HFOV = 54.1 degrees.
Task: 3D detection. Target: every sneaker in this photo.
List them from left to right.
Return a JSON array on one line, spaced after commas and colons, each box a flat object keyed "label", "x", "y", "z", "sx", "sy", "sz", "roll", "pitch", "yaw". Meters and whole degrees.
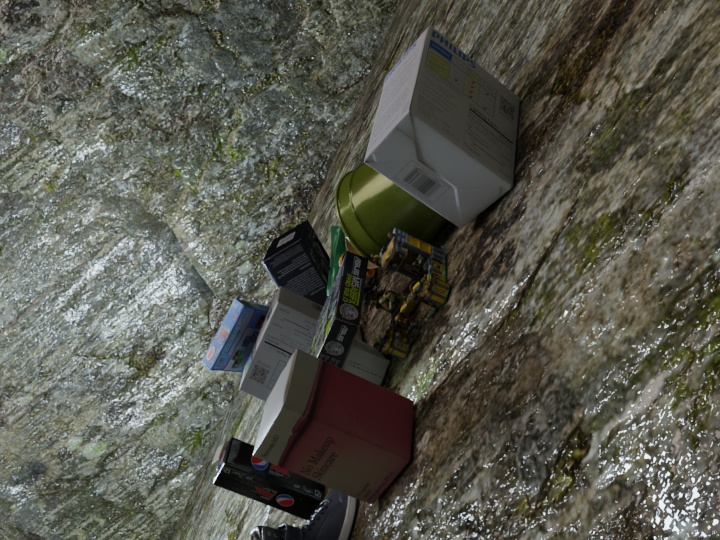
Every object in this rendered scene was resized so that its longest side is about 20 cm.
[{"label": "sneaker", "x": -0.088, "y": 0.387, "z": 1.082, "sx": 0.077, "sy": 0.143, "sz": 0.206, "roll": -53, "pitch": 17, "yaw": 52}, {"label": "sneaker", "x": 0.000, "y": 0.000, "z": 1.607, "sx": 0.077, "sy": 0.078, "sz": 0.202, "roll": -47, "pitch": 22, "yaw": 21}]

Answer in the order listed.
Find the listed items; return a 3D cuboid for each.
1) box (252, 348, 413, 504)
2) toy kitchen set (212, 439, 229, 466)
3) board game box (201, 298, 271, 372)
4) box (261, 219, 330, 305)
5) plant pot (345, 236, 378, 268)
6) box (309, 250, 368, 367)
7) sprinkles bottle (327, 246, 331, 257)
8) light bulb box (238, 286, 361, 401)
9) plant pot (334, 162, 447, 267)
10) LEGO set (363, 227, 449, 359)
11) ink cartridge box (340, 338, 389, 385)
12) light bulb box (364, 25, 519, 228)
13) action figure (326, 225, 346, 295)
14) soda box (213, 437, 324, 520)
[{"label": "box", "x": -0.037, "y": 0.225, "z": 1.009, "sx": 0.129, "sy": 0.196, "sz": 0.110, "roll": -57, "pitch": 14, "yaw": 36}, {"label": "toy kitchen set", "x": -0.199, "y": 0.354, "z": 1.565, "sx": 0.163, "sy": 0.177, "sz": 0.204, "roll": -44, "pitch": 25, "yaw": 59}, {"label": "board game box", "x": -0.243, "y": 0.148, "z": 1.543, "sx": 0.154, "sy": 0.036, "sz": 0.199, "roll": -61, "pitch": -27, "yaw": 3}, {"label": "box", "x": -0.143, "y": 0.005, "z": 1.809, "sx": 0.122, "sy": 0.200, "sz": 0.201, "roll": -27, "pitch": 16, "yaw": 9}, {"label": "plant pot", "x": 0.045, "y": -0.099, "z": 1.482, "sx": 0.197, "sy": 0.027, "sz": 0.206, "roll": -20, "pitch": 60, "yaw": 39}, {"label": "box", "x": -0.044, "y": 0.095, "z": 1.207, "sx": 0.162, "sy": 0.043, "sz": 0.202, "roll": -82, "pitch": 13, "yaw": -48}, {"label": "sprinkles bottle", "x": -0.037, "y": -0.050, "z": 1.854, "sx": 0.200, "sy": 0.067, "sz": 0.070, "roll": 157, "pitch": 136, "yaw": -74}, {"label": "light bulb box", "x": -0.125, "y": 0.177, "z": 1.472, "sx": 0.204, "sy": 0.194, "sz": 0.125, "roll": -63, "pitch": 9, "yaw": 10}, {"label": "plant pot", "x": 0.087, "y": -0.135, "z": 1.208, "sx": 0.192, "sy": 0.198, "sz": 0.204, "roll": -36, "pitch": 30, "yaw": 45}, {"label": "LEGO set", "x": 0.056, "y": 0.034, "z": 1.148, "sx": 0.156, "sy": 0.113, "sz": 0.201, "roll": -78, "pitch": 16, "yaw": -44}, {"label": "ink cartridge box", "x": -0.032, "y": 0.227, "z": 1.271, "sx": 0.145, "sy": 0.082, "sz": 0.205, "roll": -160, "pitch": 92, "yaw": -78}, {"label": "light bulb box", "x": 0.128, "y": -0.215, "z": 1.063, "sx": 0.124, "sy": 0.196, "sz": 0.204, "roll": -38, "pitch": 29, "yaw": 45}, {"label": "action figure", "x": -0.037, "y": 0.003, "z": 1.716, "sx": 0.055, "sy": 0.115, "sz": 0.206, "roll": 101, "pitch": 180, "yaw": -80}, {"label": "soda box", "x": -0.166, "y": 0.385, "z": 1.301, "sx": 0.071, "sy": 0.196, "sz": 0.064, "roll": -57, "pitch": 13, "yaw": 33}]
